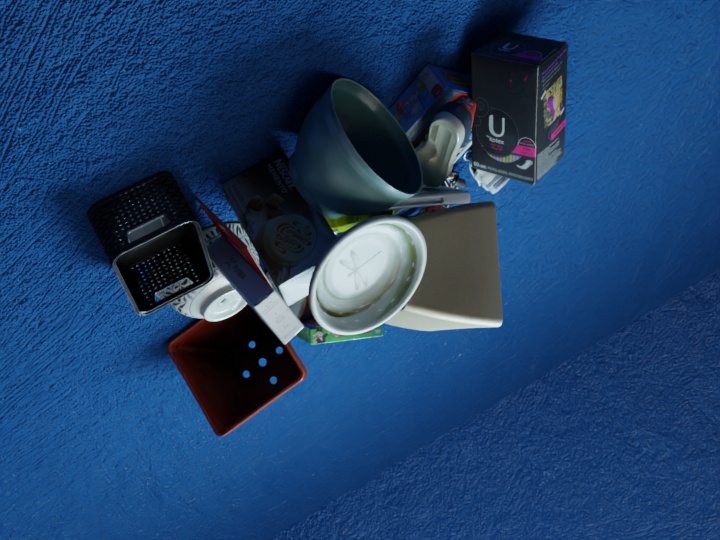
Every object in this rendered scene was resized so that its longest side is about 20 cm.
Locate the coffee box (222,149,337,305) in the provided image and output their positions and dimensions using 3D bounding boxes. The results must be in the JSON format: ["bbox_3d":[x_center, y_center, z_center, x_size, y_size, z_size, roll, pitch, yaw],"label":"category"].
[{"bbox_3d":[-0.114,-0.065,1.523,0.113,0.201,0.080,-28,155,-6],"label":"coffee box"}]

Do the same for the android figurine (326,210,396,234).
[{"bbox_3d":[-0.033,-0.083,1.722,0.181,0.042,0.199,-15,180,42],"label":"android figurine"}]

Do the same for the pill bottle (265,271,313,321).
[{"bbox_3d":[-0.077,0.030,1.872,0.198,0.113,0.113,-10,149,-43],"label":"pill bottle"}]

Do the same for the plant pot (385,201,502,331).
[{"bbox_3d":[0.095,-0.003,1.631,0.175,0.203,0.199,-1,176,-35],"label":"plant pot"}]

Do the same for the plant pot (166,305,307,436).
[{"bbox_3d":[-0.210,0.174,1.902,0.199,0.201,0.176,-35,167,7],"label":"plant pot"}]

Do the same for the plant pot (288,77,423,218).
[{"bbox_3d":[-0.021,-0.161,1.479,0.134,0.202,0.199,-34,159,27],"label":"plant pot"}]

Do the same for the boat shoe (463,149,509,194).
[{"bbox_3d":[0.233,-0.197,1.880,0.075,0.086,0.202,-43,-176,13],"label":"boat shoe"}]

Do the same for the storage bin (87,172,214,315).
[{"bbox_3d":[-0.304,-0.036,1.478,0.134,0.094,0.201,-27,156,-12],"label":"storage bin"}]

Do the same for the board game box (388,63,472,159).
[{"bbox_3d":[0.120,-0.239,1.669,0.195,0.056,0.200,0,140,-51],"label":"board game box"}]

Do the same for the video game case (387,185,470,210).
[{"bbox_3d":[0.061,-0.123,1.653,0.180,0.022,0.200,-5,-170,-16],"label":"video game case"}]

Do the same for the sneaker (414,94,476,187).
[{"bbox_3d":[0.137,-0.206,1.601,0.085,0.075,0.200,-52,179,-26],"label":"sneaker"}]

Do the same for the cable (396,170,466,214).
[{"bbox_3d":[0.105,-0.121,1.888,0.199,0.051,0.163,-39,156,16],"label":"cable"}]

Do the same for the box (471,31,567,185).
[{"bbox_3d":[0.250,-0.258,1.588,0.106,0.121,0.202,-38,135,-41],"label":"box"}]

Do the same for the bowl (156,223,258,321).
[{"bbox_3d":[-0.241,0.022,1.671,0.199,0.095,0.201,-26,156,-12],"label":"bowl"}]

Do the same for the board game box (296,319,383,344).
[{"bbox_3d":[-0.050,0.103,1.839,0.133,0.030,0.200,-5,-175,-16],"label":"board game box"}]

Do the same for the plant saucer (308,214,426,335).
[{"bbox_3d":[0.003,-0.002,1.460,0.198,0.050,0.202,-21,133,-23],"label":"plant saucer"}]

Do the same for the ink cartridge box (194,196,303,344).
[{"bbox_3d":[-0.180,-0.002,1.493,0.045,0.200,0.177,-40,129,-8],"label":"ink cartridge box"}]

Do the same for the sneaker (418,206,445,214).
[{"bbox_3d":[0.098,-0.032,1.890,0.200,0.083,0.078,-43,150,17],"label":"sneaker"}]
